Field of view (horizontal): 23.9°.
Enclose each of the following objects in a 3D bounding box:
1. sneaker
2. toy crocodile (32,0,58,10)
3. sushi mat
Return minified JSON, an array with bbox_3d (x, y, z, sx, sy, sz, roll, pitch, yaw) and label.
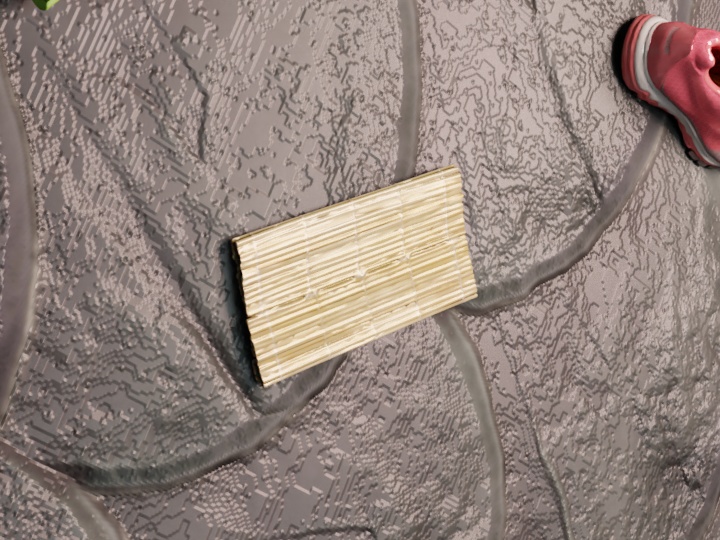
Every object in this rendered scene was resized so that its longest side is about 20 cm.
[{"bbox_3d":[0.281,-0.127,1.295,0.199,0.086,0.074,28,77,-41],"label":"sneaker"},{"bbox_3d":[-0.197,-0.225,0.864,0.068,0.061,0.201,-48,129,-26],"label":"toy crocodile"},{"bbox_3d":[0.000,0.000,1.099,0.199,0.012,0.097,-21,110,-39],"label":"sushi mat"}]
